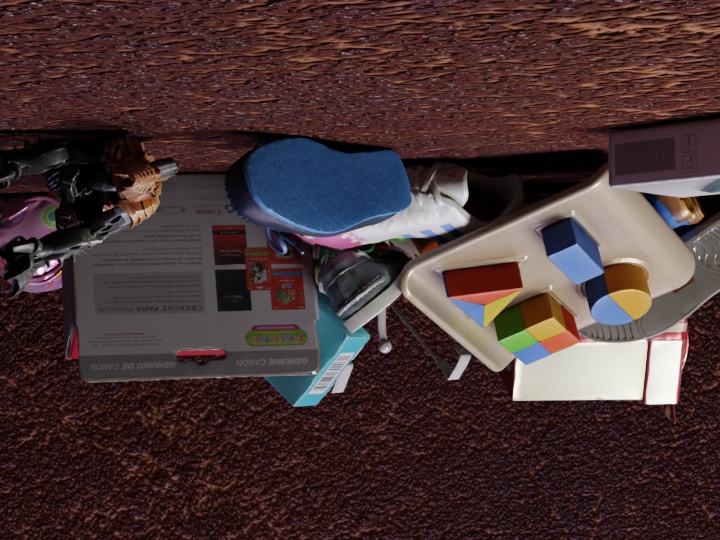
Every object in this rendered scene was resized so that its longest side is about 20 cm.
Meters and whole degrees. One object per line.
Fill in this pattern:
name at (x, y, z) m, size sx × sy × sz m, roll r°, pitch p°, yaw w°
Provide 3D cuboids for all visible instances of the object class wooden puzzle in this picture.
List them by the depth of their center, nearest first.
wooden puzzle at (0.158, 0.011, 1.508) m, size 0.199 × 0.046 × 0.185 m, roll -28°, pitch 141°, yaw 19°

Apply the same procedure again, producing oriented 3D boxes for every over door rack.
over door rack at (-0.013, 0.067, 1.785) m, size 0.147 × 0.067 × 0.200 m, roll -4°, pitch -153°, yaw -33°

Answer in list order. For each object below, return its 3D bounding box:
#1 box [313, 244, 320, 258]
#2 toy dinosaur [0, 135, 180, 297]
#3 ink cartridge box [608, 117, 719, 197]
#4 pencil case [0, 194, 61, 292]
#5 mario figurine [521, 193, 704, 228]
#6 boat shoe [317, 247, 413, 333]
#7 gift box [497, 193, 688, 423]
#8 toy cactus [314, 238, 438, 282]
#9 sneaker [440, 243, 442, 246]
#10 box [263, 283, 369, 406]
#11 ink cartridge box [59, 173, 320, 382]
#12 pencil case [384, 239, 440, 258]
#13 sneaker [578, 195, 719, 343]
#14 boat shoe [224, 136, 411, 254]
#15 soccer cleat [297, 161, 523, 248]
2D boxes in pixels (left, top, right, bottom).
box at (-0.102, -0.033, 1.763) m, size 0.100 × 0.075 × 0.200 m, roll -3°, pitch 176°, yaw 12°
toy dinosaur at (-0.180, -0.059, 1.228) m, size 0.135 × 0.103 × 0.200 m, roll -17°, pitch 164°, yaw -19°
ink cartridge box at (0.302, -0.080, 1.283) m, size 0.199 × 0.045 × 0.176 m, roll -4°, pitch 176°, yaw 44°
pencil case at (-0.300, -0.024, 1.727) m, size 0.087 × 0.088 × 0.200 m, roll -1°, pitch 178°, yaw -6°
mario figurine at (0.181, -0.045, 1.571) m, size 0.199 × 0.106 × 0.123 m, roll -24°, pitch 135°, yaw 19°
boat shoe at (0.000, 0.000, 1.552) m, size 0.073 × 0.062 × 0.200 m, roll -39°, pitch -175°, yaw 9°
gift box at (0.225, 0.035, 1.751) m, size 0.186 × 0.185 × 0.200 m, roll -1°, pitch -157°, yaw -8°
toy cactus at (-0.013, -0.005, 1.717) m, size 0.165 × 0.102 × 0.200 m, roll -41°, pitch 176°, yaw -14°
sneaker at (0.107, -0.035, 1.681) m, size 0.074 × 0.082 × 0.200 m, roll -2°, pitch 174°, yaw 5°
box at (-0.091, 0.022, 1.611) m, size 0.200 × 0.082 × 0.049 m, roll 43°, pitch -166°, yaw 19°
ink cartridge box at (-0.140, 0.016, 1.503) m, size 0.199 × 0.176 × 0.084 m, roll -1°, pitch 159°, yaw -13°
pencil case at (0.100, -0.024, 2.009) m, size 0.089 × 0.078 × 0.200 m, roll 18°, pitch -175°, yaw 22°
sneaker at (0.275, -0.010, 1.627) m, size 0.199 × 0.075 × 0.106 m, roll -29°, pitch -164°, yaw 23°
boat shoe at (-0.037, -0.047, 1.317) m, size 0.068 × 0.085 × 0.200 m, roll -17°, pitch 167°, yaw 32°
soccer cleat at (0.036, -0.060, 1.469) m, size 0.199 × 0.070 × 0.086 m, roll 1°, pitch 155°, yaw -23°
